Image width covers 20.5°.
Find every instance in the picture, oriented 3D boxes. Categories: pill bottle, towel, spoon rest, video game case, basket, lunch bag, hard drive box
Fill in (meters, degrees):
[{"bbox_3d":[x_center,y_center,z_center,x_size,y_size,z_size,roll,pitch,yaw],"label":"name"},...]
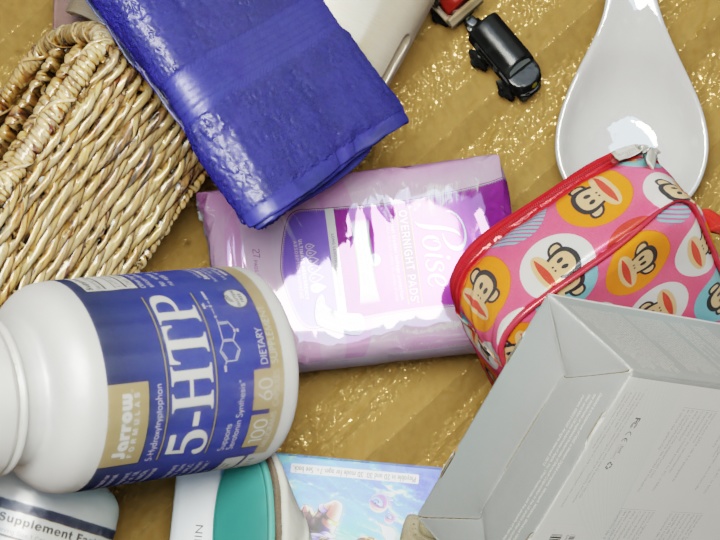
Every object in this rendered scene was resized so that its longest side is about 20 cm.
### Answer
[{"bbox_3d":[-0.211,0.175,1.205,0.110,0.111,0.201,15,80,3],"label":"pill bottle"},{"bbox_3d":[-0.075,-0.131,1.156,0.148,0.049,0.200,-37,94,-43],"label":"towel"},{"bbox_3d":[0.172,-0.130,1.286,0.099,0.061,0.201,-2,79,0],"label":"spoon rest"},{"bbox_3d":[-0.023,0.208,1.232,0.199,0.045,0.182,5,80,1],"label":"video game case"},{"bbox_3d":[-0.211,-0.054,1.209,0.142,0.149,0.200,27,80,35],"label":"basket"},{"bbox_3d":[0.157,0.025,1.188,0.176,0.200,0.082,-34,49,-5],"label":"lunch bag"},{"bbox_3d":[-0.146,0.063,1.130,0.199,0.120,0.120,-6,77,-36],"label":"pill bottle"},{"bbox_3d":[0.153,0.107,1.139,0.077,0.199,0.156,45,113,39],"label":"hard drive box"}]

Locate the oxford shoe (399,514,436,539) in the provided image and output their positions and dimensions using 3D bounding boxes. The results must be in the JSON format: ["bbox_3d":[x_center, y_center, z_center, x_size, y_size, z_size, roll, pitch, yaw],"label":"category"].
[{"bbox_3d":[0.114,0.181,1.198,0.199,0.070,0.075,8,73,-27],"label":"oxford shoe"}]

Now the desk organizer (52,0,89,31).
[{"bbox_3d":[-0.098,-0.180,1.292,0.199,0.072,0.077,1,82,1],"label":"desk organizer"}]

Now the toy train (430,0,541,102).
[{"bbox_3d":[0.048,-0.191,1.305,0.034,0.046,0.200,-40,82,-7],"label":"toy train"}]

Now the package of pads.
[{"bbox_3d":[0.000,0.000,1.255,0.199,0.076,0.121,-7,83,-1],"label":"package of pads"}]

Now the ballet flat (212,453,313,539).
[{"bbox_3d":[-0.048,0.198,1.169,0.069,0.070,0.201,-6,52,-1],"label":"ballet flat"}]

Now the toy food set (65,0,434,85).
[{"bbox_3d":[-0.063,-0.172,1.234,0.199,0.060,0.144,30,85,-5],"label":"toy food set"}]
